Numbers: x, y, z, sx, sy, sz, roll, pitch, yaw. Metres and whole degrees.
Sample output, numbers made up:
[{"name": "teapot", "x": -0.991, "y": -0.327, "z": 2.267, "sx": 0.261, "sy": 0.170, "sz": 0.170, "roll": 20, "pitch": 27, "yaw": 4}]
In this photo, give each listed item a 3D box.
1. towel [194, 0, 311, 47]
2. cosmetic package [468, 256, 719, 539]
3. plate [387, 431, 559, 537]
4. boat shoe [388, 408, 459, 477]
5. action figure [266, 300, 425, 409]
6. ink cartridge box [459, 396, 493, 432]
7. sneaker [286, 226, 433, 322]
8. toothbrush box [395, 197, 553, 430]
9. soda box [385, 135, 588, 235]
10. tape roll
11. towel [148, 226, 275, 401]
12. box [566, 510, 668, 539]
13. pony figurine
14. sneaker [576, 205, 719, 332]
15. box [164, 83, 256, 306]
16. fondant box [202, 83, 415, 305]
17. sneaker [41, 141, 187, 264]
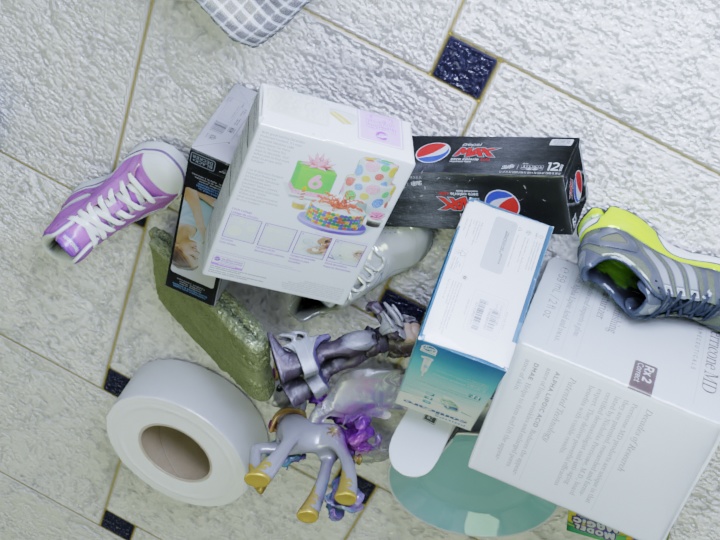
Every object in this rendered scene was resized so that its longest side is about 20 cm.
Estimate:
[{"name": "towel", "x": -0.104, "y": -0.306, "z": 1.085, "sx": 0.200, "sy": 0.086, "sz": 0.165, "roll": 45, "pitch": 134, "yaw": -15}, {"name": "cosmetic package", "x": 0.234, "y": 0.123, "z": 1.224, "sx": 0.199, "sy": 0.165, "sz": 0.166, "roll": 21, "pitch": 125, "yaw": 8}, {"name": "plate", "x": 0.130, "y": 0.238, "z": 1.448, "sx": 0.199, "sy": 0.026, "sz": 0.201, "roll": 7, "pitch": 137, "yaw": 6}, {"name": "boat shoe", "x": 0.097, "y": 0.126, "z": 1.341, "sx": 0.071, "sy": 0.201, "sz": 0.068, "roll": 28, "pitch": 180, "yaw": 9}, {"name": "action figure", "x": 0.007, "y": 0.076, "z": 1.342, "sx": 0.199, "sy": 0.070, "sz": 0.130, "roll": -18, "pitch": 155, "yaw": -7}, {"name": "ink cartridge box", "x": 0.111, "y": 0.183, "z": 1.453, "sx": 0.099, "sy": 0.039, "sz": 0.201, "roll": 25, "pitch": 138, "yaw": 5}, {"name": "sneaker", "x": 0.000, "y": 0.000, "z": 1.307, "sx": 0.075, "sy": 0.087, "sz": 0.200, "roll": 46, "pitch": 133, "yaw": -7}, {"name": "toothbrush box", "x": 0.102, "y": 0.046, "z": 1.189, "sx": 0.085, "sy": 0.147, "sz": 0.200, "roll": 20, "pitch": 157, "yaw": 2}, {"name": "soda box", "x": 0.108, "y": -0.081, "z": 1.194, "sx": 0.199, "sy": 0.063, "sz": 0.071, "roll": 4, "pitch": 131, "yaw": 26}, {"name": "tape roll", "x": -0.221, "y": 0.210, "z": 1.629, "sx": 0.201, "sy": 0.071, "sz": 0.203, "roll": 14, "pitch": 134, "yaw": 16}, {"name": "towel", "x": -0.166, "y": 0.049, "z": 1.421, "sx": 0.200, "sy": 0.036, "sz": 0.149, "roll": 44, "pitch": 157, "yaw": 22}, {"name": "box", "x": 0.290, "y": 0.241, "z": 1.406, "sx": 0.117, "sy": 0.048, "sz": 0.201, "roll": 12, "pitch": 135, "yaw": 17}, {"name": "pony figurine", "x": -0.038, "y": 0.189, "z": 1.453, "sx": 0.192, "sy": 0.201, "sz": 0.167, "roll": 12, "pitch": 129, "yaw": -4}, {"name": "sneaker", "x": 0.284, "y": 0.020, "z": 1.181, "sx": 0.199, "sy": 0.081, "sz": 0.074, "roll": 26, "pitch": 137, "yaw": 4}, {"name": "box", "x": -0.138, "y": -0.074, "z": 1.294, "sx": 0.060, "sy": 0.117, "sz": 0.201, "roll": 23, "pitch": 135, "yaw": 3}, {"name": "fondant box", "x": -0.052, "y": -0.064, "z": 1.171, "sx": 0.143, "sy": 0.058, "sz": 0.200, "roll": 13, "pitch": 136, "yaw": -15}, {"name": "sneaker", "x": -0.268, "y": -0.061, "z": 1.375, "sx": 0.200, "sy": 0.114, "sz": 0.073, "roll": -26, "pitch": 113, "yaw": 40}]
